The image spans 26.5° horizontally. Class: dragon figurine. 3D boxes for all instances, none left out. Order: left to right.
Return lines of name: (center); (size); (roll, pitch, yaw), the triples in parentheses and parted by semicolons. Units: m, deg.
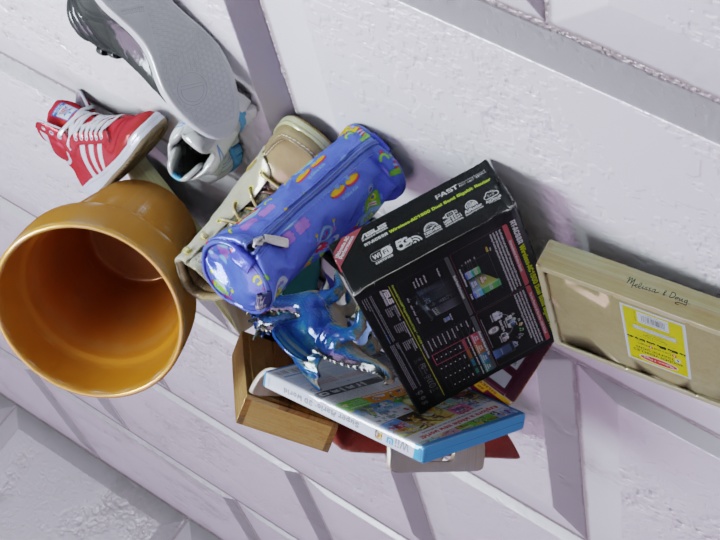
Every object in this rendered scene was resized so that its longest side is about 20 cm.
dragon figurine: (-0.039, 0.065, 1.369); (0.200, 0.099, 0.059); (57, 177, 41)

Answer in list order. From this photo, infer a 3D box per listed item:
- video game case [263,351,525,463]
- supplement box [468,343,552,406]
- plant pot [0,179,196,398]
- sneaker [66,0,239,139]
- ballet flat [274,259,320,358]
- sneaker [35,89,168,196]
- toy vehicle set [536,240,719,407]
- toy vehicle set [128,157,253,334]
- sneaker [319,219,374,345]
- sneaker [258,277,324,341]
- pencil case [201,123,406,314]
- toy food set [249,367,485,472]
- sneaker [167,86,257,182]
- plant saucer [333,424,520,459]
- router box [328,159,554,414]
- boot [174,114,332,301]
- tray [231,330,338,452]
video game case: (0.030, 0.118, 1.396); (0.200, 0.143, 0.018); (21, 111, 40)
supplement box: (0.100, 0.085, 1.502); (0.110, 0.086, 0.200); (37, 161, 0)
plant pot: (-0.254, 0.000, 1.584); (0.200, 0.183, 0.201); (5, 119, 9)
sneaker: (-0.190, -0.201, 1.394); (0.200, 0.071, 0.099); (51, 159, -18)
ballet flat: (-0.072, 0.027, 1.503); (0.075, 0.068, 0.200); (33, 154, 29)
sneaker: (-0.284, -0.154, 1.652); (0.113, 0.071, 0.200); (51, 147, -6)
toy vehicle set: (0.242, 0.051, 1.225); (0.200, 0.027, 0.124); (21, 155, 26)
toy vehicle set: (-0.194, -0.030, 1.743); (0.200, 0.026, 0.124); (50, 168, 26)
sneaker: (0.000, 0.000, 1.514); (0.199, 0.080, 0.115); (-149, 40, -76)
sneaker: (-0.096, 0.059, 1.777); (0.076, 0.088, 0.200); (38, 160, -3)
pencil case: (-0.046, -0.045, 1.300); (0.078, 0.200, 0.087); (44, 150, 7)
toy food set: (0.006, 0.147, 1.478); (0.200, 0.061, 0.143); (22, -170, 41)
sneaker: (-0.161, -0.119, 1.497); (0.075, 0.087, 0.200); (35, 162, 1)
plant saucer: (0.048, 0.160, 1.660); (0.199, 0.037, 0.200); (4, -173, -19)
router box: (0.077, 0.018, 1.288); (0.062, 0.150, 0.200); (63, 180, 40)
boot: (-0.101, -0.053, 1.433); (0.072, 0.155, 0.200); (41, 156, 0)
tray: (-0.082, 0.123, 1.608); (0.098, 0.037, 0.200); (19, -166, -11)
